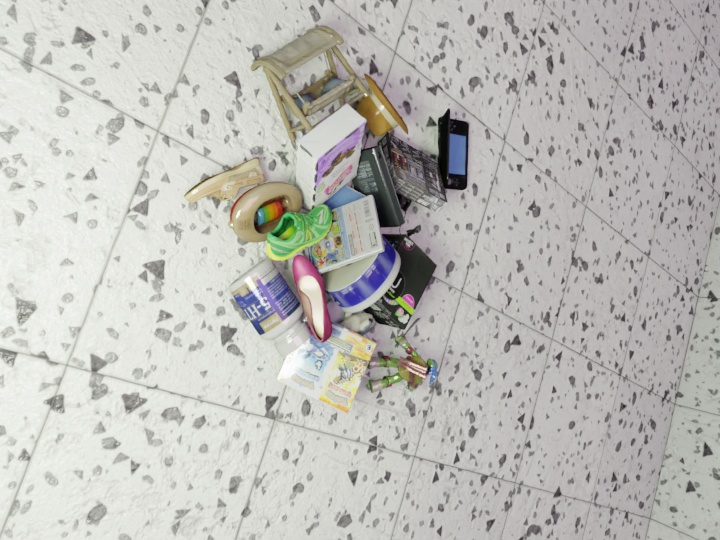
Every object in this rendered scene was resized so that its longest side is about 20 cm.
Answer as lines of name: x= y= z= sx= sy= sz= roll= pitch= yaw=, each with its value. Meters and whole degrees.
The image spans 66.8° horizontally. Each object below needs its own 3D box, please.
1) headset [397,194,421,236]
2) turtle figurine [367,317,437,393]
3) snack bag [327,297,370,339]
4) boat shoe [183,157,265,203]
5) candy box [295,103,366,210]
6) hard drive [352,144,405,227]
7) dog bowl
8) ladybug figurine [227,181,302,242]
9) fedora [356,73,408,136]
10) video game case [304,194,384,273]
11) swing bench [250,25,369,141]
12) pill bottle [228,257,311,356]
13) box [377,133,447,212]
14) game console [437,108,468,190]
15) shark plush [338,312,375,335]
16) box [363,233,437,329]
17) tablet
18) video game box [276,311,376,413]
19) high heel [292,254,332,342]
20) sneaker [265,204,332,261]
headset: x=0.099 y=-0.189 z=1.474 sx=0.122 sy=0.093 sz=0.205 roll=-28 pitch=97 yaw=-29
turtle figurine: x=0.108 y=0.264 z=1.520 sx=0.188 sy=0.202 sz=0.147 roll=-8 pitch=128 yaw=-10
snack bag: x=-0.067 y=0.193 z=1.427 sx=0.189 sy=0.021 sz=0.202 roll=-45 pitch=116 yaw=-24
boat shoe: x=-0.296 y=-0.188 z=1.218 sx=0.198 sy=0.070 sz=0.066 roll=-33 pitch=109 yaw=-30
candy box: x=-0.074 y=-0.262 z=1.292 sx=0.071 sy=0.201 sz=0.167 roll=40 pitch=65 yaw=13
hard drive: x=0.034 y=-0.209 z=1.401 sx=0.032 sy=0.138 sz=0.205 roll=-29 pitch=108 yaw=-30
dog bowl: x=0.000 y=0.000 z=1.354 sx=0.079 sy=0.198 sz=0.202 roll=45 pitch=69 yaw=-26
ladybug figurine: x=-0.223 y=-0.140 z=1.255 sx=0.197 sy=0.071 sz=0.139 roll=-24 pitch=134 yaw=-40
fedora: x=0.045 y=-0.406 z=1.402 sx=0.081 sy=0.202 sz=0.201 roll=-37 pitch=118 yaw=14
video game case: x=-0.046 y=-0.083 z=1.309 sx=0.018 sy=0.195 sz=0.147 roll=38 pitch=37 yaw=-62
swing bench: x=-0.117 y=-0.449 z=1.291 sx=0.198 sy=0.128 sz=0.203 roll=-40 pitch=113 yaw=-25
pill bottle: x=-0.201 y=0.087 z=1.250 sx=0.119 sy=0.119 sz=0.203 roll=-38 pitch=100 yaw=-26
box: x=0.141 y=-0.263 z=1.478 sx=0.196 sy=0.050 sz=0.162 roll=20 pitch=49 yaw=-34
game console: x=0.278 y=-0.343 z=1.575 sx=0.172 sy=0.115 sz=0.207 roll=0 pitch=94 yaw=-33
shark plush: x=-0.032 y=0.182 z=1.402 sx=0.201 sy=0.089 sz=0.084 roll=-53 pitch=148 yaw=-26
box: x=0.085 y=0.026 z=1.459 sx=0.148 sy=0.123 sz=0.203 roll=40 pitch=70 yaw=-30
tablet: x=-0.061 y=-0.119 z=1.376 sx=0.127 sy=0.014 sz=0.204 roll=27 pitch=75 yaw=7
video game box: x=-0.083 y=0.220 z=1.334 sx=0.195 sy=0.047 sz=0.187 roll=24 pitch=87 yaw=-3
high heel: x=-0.116 y=0.065 z=1.258 sx=0.065 sy=0.096 sz=0.206 roll=-15 pitch=97 yaw=7
sneaker: x=-0.137 y=-0.099 z=1.267 sx=0.199 sy=0.073 sz=0.085 roll=-40 pitch=149 yaw=-32
